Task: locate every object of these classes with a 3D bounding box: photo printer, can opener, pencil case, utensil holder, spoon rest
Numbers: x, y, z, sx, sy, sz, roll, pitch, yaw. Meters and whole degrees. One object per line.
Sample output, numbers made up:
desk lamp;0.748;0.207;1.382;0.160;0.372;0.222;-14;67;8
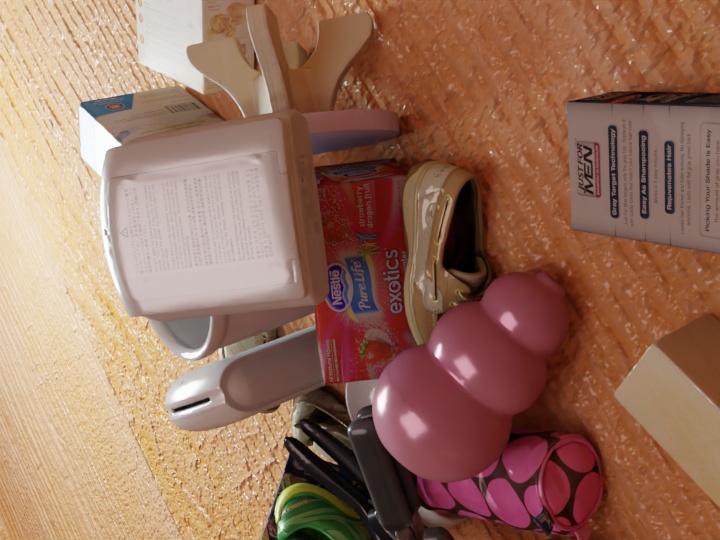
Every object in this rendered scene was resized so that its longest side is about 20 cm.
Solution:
photo printer;-0.135;-0.043;0.838;0.199;0.069;0.167;-8;92;19
can opener;0.047;0.221;0.909;0.066;0.053;0.201;-18;103;24
pencil case;0.127;0.196;0.887;0.200;0.091;0.094;-6;110;56
utensil holder;-0.119;-0.016;1.015;0.170;0.200;0.171;26;125;44
spoon rest;0.045;0.183;1.003;0.099;0.061;0.200;-42;73;39
photo printer;-0.115;0.122;1.071;0.166;0.200;0.070;-24;86;53
can opener;0.003;0.232;1.009;0.200;0.063;0.079;44;145;12

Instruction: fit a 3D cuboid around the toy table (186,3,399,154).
toy table;-0.069;-0.176;0.920;0.184;0.199;0.118;146;116;-87

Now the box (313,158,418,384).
box;0.000;0.000;0.924;0.096;0.099;0.201;-104;8;-72

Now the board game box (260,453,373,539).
board game box;-0.044;0.305;1.132;0.135;0.035;0.200;18;130;-2

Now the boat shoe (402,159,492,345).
boat shoe;0.083;0.001;0.866;0.066;0.074;0.201;13;120;45

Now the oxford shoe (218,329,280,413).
oxford shoe;-0.137;0.081;1.193;0.074;0.071;0.201;-24;86;51

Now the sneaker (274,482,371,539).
sneaker;-0.005;0.307;1.046;0.199;0.084;0.074;22;129;-6

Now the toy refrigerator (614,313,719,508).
toy refrigerator;0.280;0.131;0.664;0.200;0.076;0.070;49;139;26

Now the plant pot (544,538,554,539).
plant pot;0.146;0.315;0.839;0.200;0.200;0.135;-39;59;52

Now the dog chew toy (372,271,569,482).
dog chew toy;0.101;0.084;0.817;0.200;0.124;0.125;-52;58;11

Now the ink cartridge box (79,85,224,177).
ink cartridge box;-0.230;-0.138;1.153;0.200;0.144;0.085;39;133;37

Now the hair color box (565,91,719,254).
hair color box;0.237;-0.068;0.644;0.200;0.060;0.100;14;116;49

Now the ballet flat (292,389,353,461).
ballet flat;-0.038;0.186;1.110;0.200;0.067;0.068;13;115;50

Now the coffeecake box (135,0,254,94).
coffeecake box;-0.191;-0.321;1.082;0.153;0.073;0.201;31;128;42
